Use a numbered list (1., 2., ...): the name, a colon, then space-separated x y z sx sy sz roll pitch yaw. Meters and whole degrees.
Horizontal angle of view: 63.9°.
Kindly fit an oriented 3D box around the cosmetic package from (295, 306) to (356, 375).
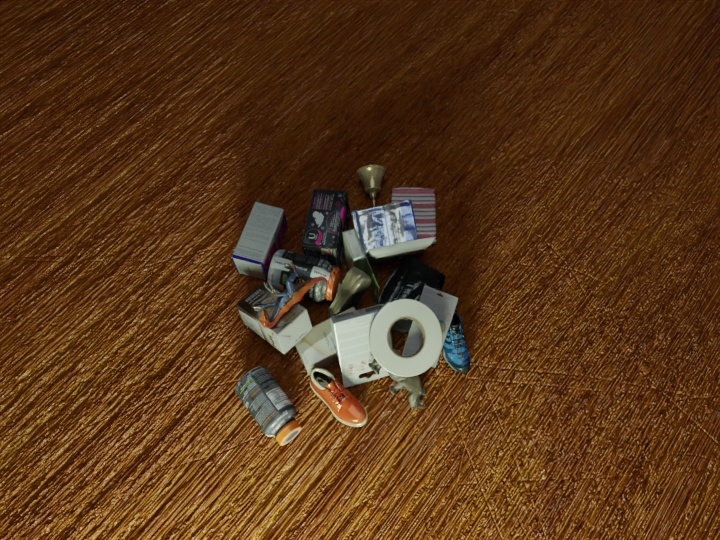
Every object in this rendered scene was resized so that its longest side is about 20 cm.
1. cosmetic package: -0.083 0.200 1.637 0.196 0.074 0.105 -26 66 -12

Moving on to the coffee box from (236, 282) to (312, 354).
1. coffee box: -0.243 0.131 1.623 0.198 0.081 0.114 26 54 38

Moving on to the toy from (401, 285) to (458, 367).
1. toy: 0.185 0.154 1.597 0.113 0.047 0.205 19 86 -22

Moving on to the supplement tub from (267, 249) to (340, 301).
1. supplement tub: -0.164 0.018 1.699 0.195 0.123 0.125 13 64 8

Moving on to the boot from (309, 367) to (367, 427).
1. boot: -0.062 0.340 1.549 0.198 0.108 0.075 37 67 16

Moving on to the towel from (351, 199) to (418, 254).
1. towel: 0.076 -0.133 1.791 0.194 0.024 0.151 -11 81 4

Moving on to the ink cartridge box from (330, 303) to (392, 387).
1. ink cartridge box: 0.008 0.207 1.591 0.156 0.205 0.047 -13 22 -14

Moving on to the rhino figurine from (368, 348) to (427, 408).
1. rhino figurine: 0.115 0.300 1.571 0.087 0.060 0.201 -42 92 0

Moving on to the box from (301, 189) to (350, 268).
1. box: -0.104 -0.126 1.764 0.111 0.133 0.205 6 63 8

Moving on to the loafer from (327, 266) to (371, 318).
1. loafer: -0.037 0.065 1.647 0.074 0.201 0.069 -4 53 -43

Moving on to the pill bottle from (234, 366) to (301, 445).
1. pill bottle: -0.241 0.365 1.539 0.105 0.107 0.201 -36 68 -16

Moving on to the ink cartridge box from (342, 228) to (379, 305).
1. ink cartridge box: 0.000 0.000 1.692 0.047 0.146 0.204 -16 64 -8

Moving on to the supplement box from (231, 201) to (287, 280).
1. supplement box: -0.306 -0.091 1.767 0.101 0.102 0.204 13 65 7

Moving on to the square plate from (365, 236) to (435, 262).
1. square plate: 0.113 -0.057 1.699 0.194 0.198 0.029 -11 85 -4

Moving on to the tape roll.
1. tape roll: 0.119 0.177 1.531 0.197 0.037 0.209 0 86 -6

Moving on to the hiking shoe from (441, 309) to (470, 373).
1. hiking shoe: 0.260 0.188 1.627 0.072 0.087 0.204 -14 64 -6

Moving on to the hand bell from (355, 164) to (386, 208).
1. hand bell: 0.042 -0.222 1.849 0.101 0.104 0.206 -4 76 -1

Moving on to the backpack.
1. backpack: 0.137 0.075 1.664 0.164 0.128 0.202 26 67 27

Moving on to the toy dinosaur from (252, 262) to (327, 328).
1. toy dinosaur: -0.200 0.073 1.550 0.194 0.106 0.185 6 59 5

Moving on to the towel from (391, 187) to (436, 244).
1. towel: 0.169 -0.174 1.843 0.142 0.030 0.205 1 67 2
